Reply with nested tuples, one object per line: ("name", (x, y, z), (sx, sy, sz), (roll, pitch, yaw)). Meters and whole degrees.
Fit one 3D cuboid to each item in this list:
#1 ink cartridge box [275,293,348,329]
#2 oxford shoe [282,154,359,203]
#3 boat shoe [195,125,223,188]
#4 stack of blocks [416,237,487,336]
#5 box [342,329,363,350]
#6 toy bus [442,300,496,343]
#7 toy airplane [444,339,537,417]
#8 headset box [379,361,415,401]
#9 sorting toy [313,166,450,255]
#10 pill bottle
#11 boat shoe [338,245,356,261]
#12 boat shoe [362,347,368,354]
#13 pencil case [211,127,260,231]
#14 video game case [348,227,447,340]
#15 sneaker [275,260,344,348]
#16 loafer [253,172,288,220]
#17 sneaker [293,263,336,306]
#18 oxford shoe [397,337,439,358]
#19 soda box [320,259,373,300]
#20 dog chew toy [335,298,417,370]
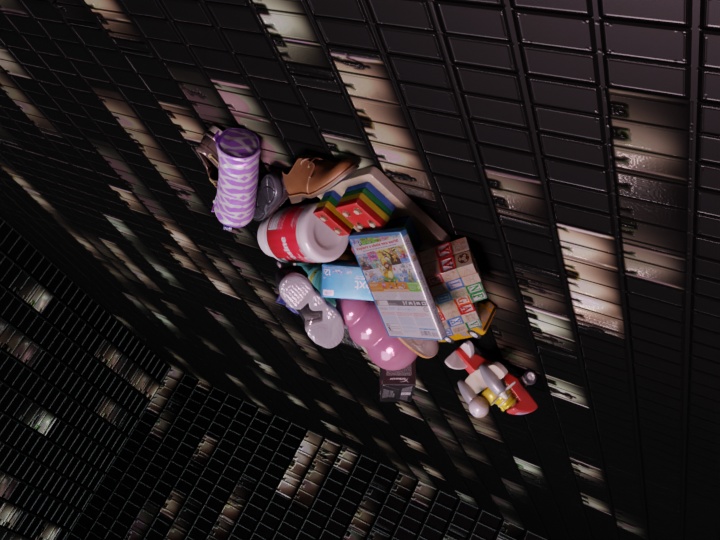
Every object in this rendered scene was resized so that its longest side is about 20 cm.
("ink cartridge box", (-0.086, 0.049, 1.801), (0.198, 0.121, 0.042), (14, 161, 34))
("oxford shoe", (-0.077, -0.167, 1.385), (0.199, 0.071, 0.072), (-9, 112, 52))
("boat shoe", (-0.270, -0.197, 1.563), (0.071, 0.060, 0.201), (35, 161, 18))
("stack of blocks", (0.164, 0.036, 1.446), (0.114, 0.059, 0.201), (-18, 142, 11))
("box", (-0.053, 0.125, 2.038), (0.159, 0.044, 0.201), (17, 155, 31))
("toy bus", (0.188, 0.094, 1.619), (0.078, 0.066, 0.200), (36, 159, -13))
("toy airplane", (0.265, 0.245, 1.746), (0.197, 0.142, 0.200), (11, 153, 42))
("headset box", (0.080, 0.173, 1.785), (0.076, 0.203, 0.149), (0, 159, -1))
("sorting toy", (0.023, -0.080, 1.435), (0.198, 0.070, 0.199), (40, 157, -24))
("pill bottle", (-0.119, -0.071, 1.585), (0.112, 0.113, 0.199), (41, 157, -28))
("boat shoe", (0.000, 0.000, 1.648), (0.199, 0.069, 0.072), (7, 151, 48))
("boat shoe", (0.006, 0.123, 1.884), (0.200, 0.066, 0.075), (52, -170, -1))
("pencil case", (-0.231, -0.169, 1.495), (0.084, 0.085, 0.201), (21, 139, 3))
("video game case", (0.062, 0.025, 1.377), (0.142, 0.018, 0.202), (-1, 117, 53))
("sneaker", (-0.103, 0.060, 1.602), (0.201, 0.075, 0.114), (55, 179, -35))
("loafer", (-0.169, -0.143, 1.560), (0.200, 0.062, 0.073), (-21, 84, 66))
("sneaker", (-0.078, 0.019, 1.729), (0.201, 0.077, 0.080), (57, 134, 31))
("oxford shoe", (0.089, 0.086, 1.466), (0.201, 0.071, 0.073), (55, 172, -21))
("soda box", (0.027, 0.020, 1.541), (0.197, 0.065, 0.068), (5, -169, 6))
("dog chew toy", (0.031, 0.111, 1.640), (0.199, 0.125, 0.124), (38, 158, -13))
